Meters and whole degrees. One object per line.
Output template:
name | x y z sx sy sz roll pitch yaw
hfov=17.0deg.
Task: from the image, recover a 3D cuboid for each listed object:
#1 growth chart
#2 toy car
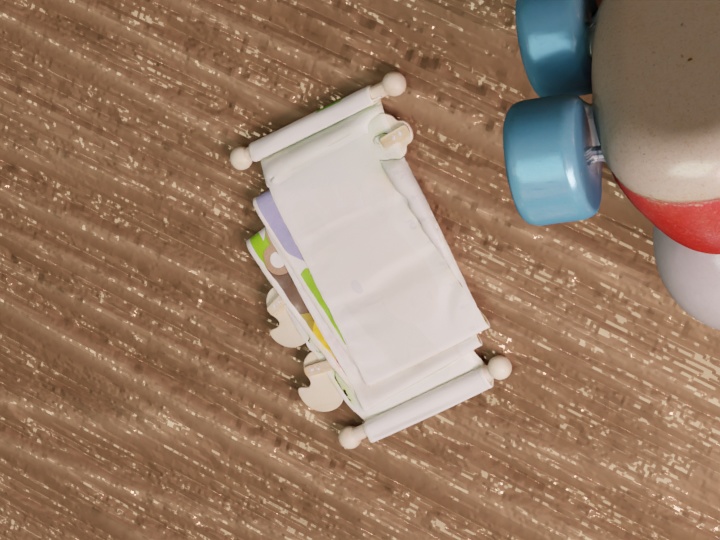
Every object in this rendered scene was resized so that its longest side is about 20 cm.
growth chart | 0.000 0.000 1.362 0.145 0.018 0.200 -17 101 32
toy car | 0.186 -0.047 1.188 0.184 0.177 0.200 -8 134 17
